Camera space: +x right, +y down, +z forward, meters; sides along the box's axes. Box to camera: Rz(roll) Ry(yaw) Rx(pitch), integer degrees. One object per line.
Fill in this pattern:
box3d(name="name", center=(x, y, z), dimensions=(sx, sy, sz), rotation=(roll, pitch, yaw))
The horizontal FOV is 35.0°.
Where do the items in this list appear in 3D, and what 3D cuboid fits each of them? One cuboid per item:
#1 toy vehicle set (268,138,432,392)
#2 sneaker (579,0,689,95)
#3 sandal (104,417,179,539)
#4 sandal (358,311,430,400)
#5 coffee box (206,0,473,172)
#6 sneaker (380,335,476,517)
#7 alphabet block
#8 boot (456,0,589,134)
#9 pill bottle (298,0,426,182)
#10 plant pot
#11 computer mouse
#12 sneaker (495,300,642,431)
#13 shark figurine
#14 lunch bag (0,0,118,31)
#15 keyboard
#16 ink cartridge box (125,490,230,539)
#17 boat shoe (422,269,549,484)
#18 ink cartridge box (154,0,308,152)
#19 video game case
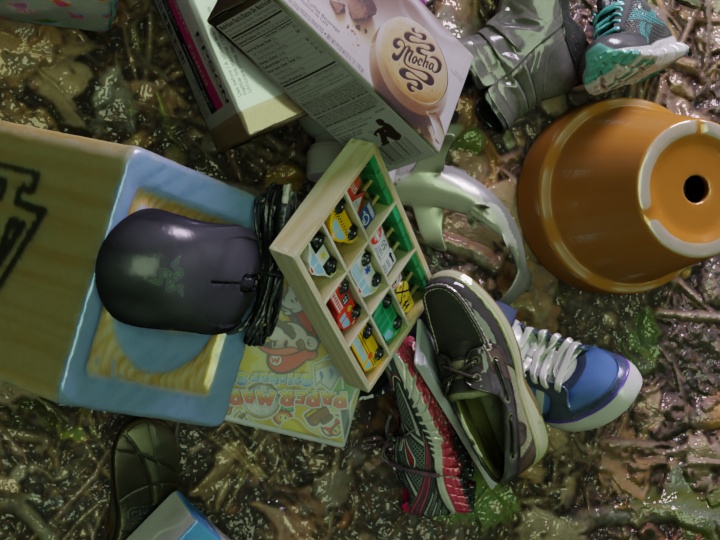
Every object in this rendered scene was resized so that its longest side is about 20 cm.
box3d(name="toy vehicle set", center=(0.000, 0.000, 0.976), dimensions=(0.124, 0.026, 0.200), rotation=(-56, 144, -24))
box3d(name="sneaker", center=(0.252, -0.230, 1.122), dimensions=(0.077, 0.200, 0.091), rotation=(-31, 86, 31))
box3d(name="sandal", center=(-0.208, 0.229, 1.050), dimensions=(0.081, 0.055, 0.201), rotation=(-3, 100, -28))
box3d(name="sandal", center=(-0.012, 0.099, 1.104), dimensions=(0.200, 0.048, 0.076), rotation=(-24, 97, -12))
box3d(name="coffee box", center=(-0.011, -0.187, 0.925), dimensions=(0.200, 0.080, 0.113), rotation=(41, 55, -28))
box3d(name="sneaker", center=(0.051, 0.154, 1.088), dimensions=(0.074, 0.081, 0.201), rotation=(-12, 111, 15))
box3d(name="alphabet block", center=(-0.216, 0.002, 0.935), dimensions=(0.195, 0.200, 0.197), rotation=(23, 82, -54))
box3d(name="boot", center=(0.142, -0.246, 1.126), dimensions=(0.130, 0.068, 0.201), rotation=(-28, 100, -15))
box3d(name="pill bottle", center=(0.000, -0.180, 1.061), dimensions=(0.112, 0.112, 0.201), rotation=(6, 84, -15))
box3d(name="plant pot", center=(0.279, -0.074, 1.107), dimensions=(0.199, 0.183, 0.201), rotation=(0, 92, -15))
box3d(name="computer mouse", center=(-0.110, -0.001, 0.861), dimensions=(0.200, 0.053, 0.139), rotation=(-1, 103, -54))
box3d(name="sneaker", center=(0.147, 0.076, 1.064), dimensions=(0.146, 0.200, 0.081), rotation=(41, 69, -23))
box3d(name="shark figurine", center=(0.106, -0.064, 1.121), dimensions=(0.214, 0.090, 0.128), rotation=(33, 117, -5))
box3d(name="lunch bag", center=(-0.278, -0.259, 0.948), dimensions=(0.160, 0.200, 0.077), rotation=(7, 88, -13))
box3d(name="keyboard", center=(0.093, 0.130, 1.090), dimensions=(0.011, 0.056, 0.200), rotation=(-18, 129, 16))
box3d(name="ink cartridge box", center=(-0.136, 0.310, 1.037), dimensions=(0.116, 0.067, 0.200), rotation=(-45, 120, -10))
box3d(name="boat shoe", center=(0.106, 0.098, 1.024), dimensions=(0.066, 0.072, 0.201), rotation=(-37, 106, -46))
box3d(name="ink cartridge box", center=(-0.121, -0.214, 1.009), dimensions=(0.075, 0.165, 0.201), rotation=(-24, 97, -13))
box3d(name="video game case", center=(-0.088, 0.057, 1.059), dimensions=(0.199, 0.023, 0.183), rotation=(14, 101, -6))
